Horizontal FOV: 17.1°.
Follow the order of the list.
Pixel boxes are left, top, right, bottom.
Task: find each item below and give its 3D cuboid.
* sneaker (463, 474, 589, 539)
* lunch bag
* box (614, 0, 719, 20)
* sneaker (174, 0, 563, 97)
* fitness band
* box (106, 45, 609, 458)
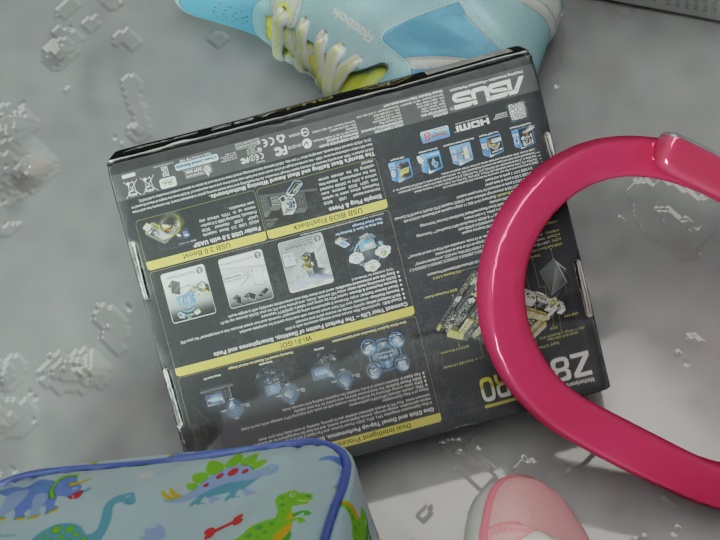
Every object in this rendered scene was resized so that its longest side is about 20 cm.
[{"bbox_3d":[0.107,0.157,1.004,0.105,0.075,0.201,-41,41,34],"label":"sneaker"},{"bbox_3d":[-0.091,0.145,1.015,0.198,0.083,0.161,-7,32,16],"label":"lunch bag"},{"bbox_3d":[0.155,-0.203,1.169,0.198,0.098,0.125,12,70,9],"label":"box"},{"bbox_3d":[-0.009,-0.098,1.152,0.198,0.080,0.132,8,68,9],"label":"sneaker"},{"bbox_3d":[0.147,0.023,1.065,0.199,0.037,0.144,27,92,-11],"label":"fitness band"},{"bbox_3d":[0.000,0.000,1.088,0.198,0.049,0.163,-15,98,-1],"label":"box"}]
